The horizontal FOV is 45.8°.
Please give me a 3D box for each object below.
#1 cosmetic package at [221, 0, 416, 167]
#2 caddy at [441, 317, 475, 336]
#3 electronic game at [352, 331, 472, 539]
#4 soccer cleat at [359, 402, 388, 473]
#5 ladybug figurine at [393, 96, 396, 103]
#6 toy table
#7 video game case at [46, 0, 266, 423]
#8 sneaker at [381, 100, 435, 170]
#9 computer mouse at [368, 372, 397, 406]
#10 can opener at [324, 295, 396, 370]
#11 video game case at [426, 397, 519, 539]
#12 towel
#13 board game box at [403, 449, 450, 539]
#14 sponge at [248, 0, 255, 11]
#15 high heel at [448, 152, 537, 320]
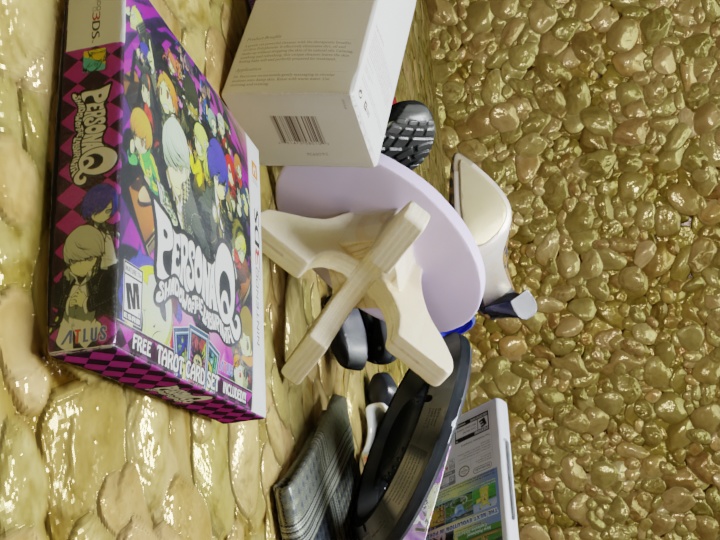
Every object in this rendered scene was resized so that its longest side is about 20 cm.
[{"bbox_3d":[-0.023,-0.187,0.668,0.085,0.106,0.203,66,34,-54],"label":"cosmetic package"},{"bbox_3d":[0.058,0.040,0.986,0.200,0.139,0.107,55,27,-68],"label":"caddy"},{"bbox_3d":[0.044,0.147,0.727,0.200,0.041,0.203,-155,-91,-87],"label":"electronic game"},{"bbox_3d":[0.029,0.239,0.928,0.086,0.068,0.202,56,26,-43],"label":"soccer cleat"},{"bbox_3d":[0.016,-0.174,1.067,0.200,0.071,0.138,39,45,-76],"label":"ladybug figurine"},{"bbox_3d":[0.003,-0.002,0.675,0.186,0.198,0.117,-64,177,33],"label":"toy table"},{"bbox_3d":[-0.097,-0.024,0.457,0.200,0.035,0.185,56,28,-68],"label":"video game case"},{"bbox_3d":[-0.005,-0.117,0.771,0.200,0.075,0.089,-37,-120,57],"label":"sneaker"},{"bbox_3d":[0.033,0.203,1.065,0.059,0.034,0.202,52,-22,47],"label":"computer mouse"},{"bbox_3d":[0.000,0.000,0.870,0.078,0.063,0.204,15,63,-56],"label":"can opener"},{"bbox_3d":[0.089,0.259,0.938,0.022,0.199,0.185,29,45,-30],"label":"video game case"},{"bbox_3d":[-0.028,0.228,0.724,0.200,0.034,0.196,-48,128,-74],"label":"towel"},{"bbox_3d":[0.036,0.264,0.764,0.121,0.032,0.202,106,4,-60],"label":"board game box"},{"bbox_3d":[-0.087,-0.292,0.694,0.201,0.029,0.113,72,16,-51],"label":"sponge"},{"bbox_3d":[0.133,-0.034,0.998,0.142,0.070,0.203,172,-105,-80],"label":"high heel"}]
